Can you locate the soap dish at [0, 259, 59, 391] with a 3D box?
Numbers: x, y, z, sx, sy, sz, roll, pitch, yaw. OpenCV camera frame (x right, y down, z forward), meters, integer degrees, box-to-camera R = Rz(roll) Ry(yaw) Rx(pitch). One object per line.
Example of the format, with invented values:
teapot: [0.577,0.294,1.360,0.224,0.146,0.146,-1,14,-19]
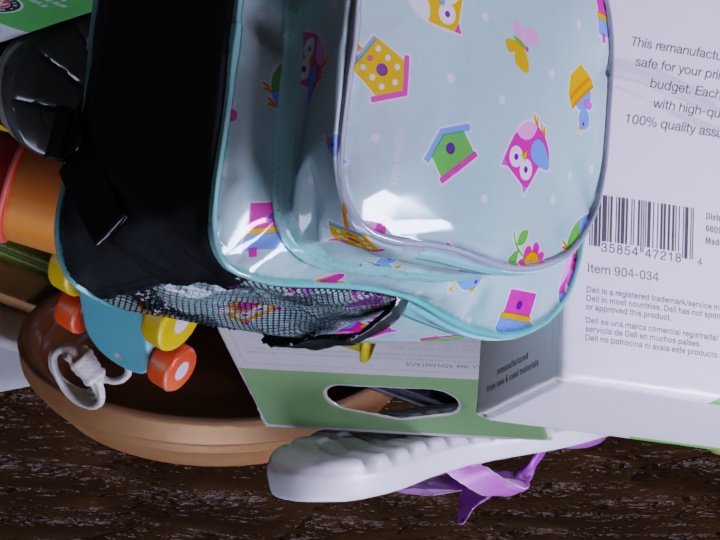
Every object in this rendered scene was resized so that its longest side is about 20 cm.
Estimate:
soap dish: [-0.252,0.014,1.578,0.199,0.082,0.157,-12,157,37]

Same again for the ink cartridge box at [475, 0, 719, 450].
ink cartridge box: [0.130,-0.037,1.178,0.145,0.201,0.084,9,164,-18]

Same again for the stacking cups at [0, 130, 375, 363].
stacking cups: [-0.083,-0.021,1.194,0.199,0.061,0.061,18,162,3]

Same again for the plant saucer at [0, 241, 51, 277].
plant saucer: [-0.132,-0.041,1.445,0.199,0.048,0.199,-11,158,36]

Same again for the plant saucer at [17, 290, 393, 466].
plant saucer: [-0.073,0.048,1.489,0.199,0.038,0.200,2,-158,-1]

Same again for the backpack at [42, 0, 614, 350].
backpack: [0.006,-0.060,1.049,0.153,0.177,0.200,-5,165,35]

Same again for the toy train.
toy train: [-0.141,-0.033,1.329,0.150,0.056,0.201,-7,122,54]

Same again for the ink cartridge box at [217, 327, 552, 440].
ink cartridge box: [0.000,0.000,1.280,0.145,0.048,0.200,2,147,20]

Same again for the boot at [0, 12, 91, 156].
boot: [-0.090,-0.104,1.214,0.203,0.074,0.153,-19,-158,-32]

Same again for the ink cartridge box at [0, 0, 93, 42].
ink cartridge box: [-0.206,-0.134,1.104,0.199,0.084,0.146,-13,156,42]

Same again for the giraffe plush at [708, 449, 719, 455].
giraffe plush: [0.263,0.061,1.420,0.199,0.174,0.162,12,-178,11]

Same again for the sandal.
sandal: [0.036,0.094,1.394,0.202,0.050,0.082,-7,-169,-39]

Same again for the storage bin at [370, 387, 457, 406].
storage bin: [0.049,-0.010,1.405,0.135,0.094,0.199,-27,149,33]
